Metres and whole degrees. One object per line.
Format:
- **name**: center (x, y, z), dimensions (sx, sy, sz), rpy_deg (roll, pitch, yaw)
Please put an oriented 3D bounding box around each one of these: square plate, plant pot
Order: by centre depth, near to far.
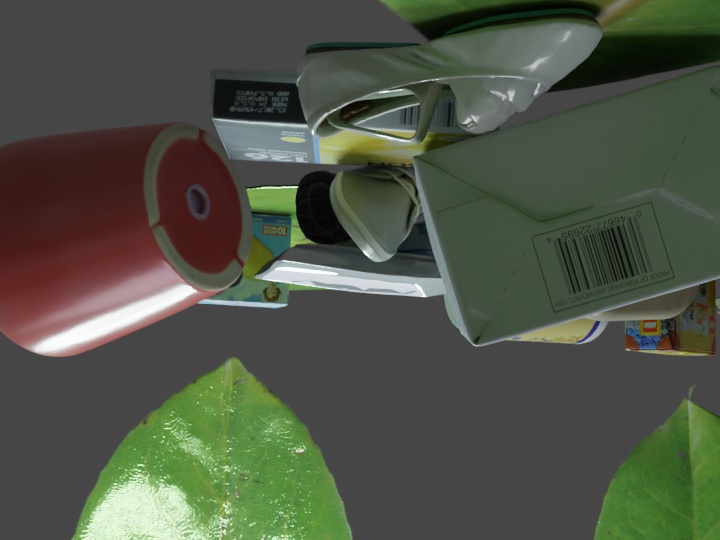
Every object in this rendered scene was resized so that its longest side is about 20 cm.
- **plant pot**: center (-0.202, -0.037, 1.028), dimensions (0.177, 0.201, 0.200), rpy_deg (-13, 168, 29)
- **square plate**: center (0.000, 0.000, 1.258), dimensions (0.200, 0.029, 0.198), rpy_deg (6, 173, -11)

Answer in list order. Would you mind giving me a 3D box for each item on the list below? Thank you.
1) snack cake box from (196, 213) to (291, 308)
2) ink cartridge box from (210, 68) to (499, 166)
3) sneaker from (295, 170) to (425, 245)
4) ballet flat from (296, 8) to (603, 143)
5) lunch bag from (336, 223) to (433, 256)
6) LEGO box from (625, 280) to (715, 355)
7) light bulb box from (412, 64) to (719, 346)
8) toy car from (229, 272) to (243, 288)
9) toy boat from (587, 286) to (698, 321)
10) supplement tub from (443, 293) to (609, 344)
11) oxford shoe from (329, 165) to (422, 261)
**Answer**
- **snack cake box**: center (-0.191, -0.015, 1.531), dimensions (0.200, 0.115, 0.067), rpy_deg (3, 174, -20)
- **ink cartridge box**: center (-0.005, -0.104, 0.912), dimensions (0.197, 0.047, 0.200), rpy_deg (2, 173, 0)
- **sneaker**: center (0.017, -0.064, 1.197), dimensions (0.200, 0.076, 0.091), rpy_deg (0, -178, 44)
- **ballet flat**: center (0.049, -0.109, 0.723), dimensions (0.200, 0.070, 0.069), rpy_deg (-2, 174, 31)
- **lunch bag**: center (0.074, -0.041, 1.342), dimensions (0.160, 0.083, 0.200), rpy_deg (0, 174, 36)
- **LEGO box**: center (0.472, 0.052, 1.843), dimensions (0.077, 0.149, 0.200), rpy_deg (-2, 173, 33)
- **light bulb box**: center (0.145, -0.037, 0.810), dimensions (0.198, 0.125, 0.200), rpy_deg (-16, 178, 3)
- **toy car**: center (-0.223, -0.027, 1.293), dimensions (0.200, 0.165, 0.158), rpy_deg (-10, -178, -33)
- **toy boat**: center (0.298, -0.020, 1.419), dimensions (0.200, 0.131, 0.131), rpy_deg (1, -153, -29)
- **supplement tub**: center (0.230, 0.025, 1.657), dimensions (0.200, 0.146, 0.145), rpy_deg (4, 174, -24)
- **oxford shoe**: center (0.024, -0.062, 0.971), dimensions (0.058, 0.075, 0.200), rpy_deg (-32, -173, 20)
